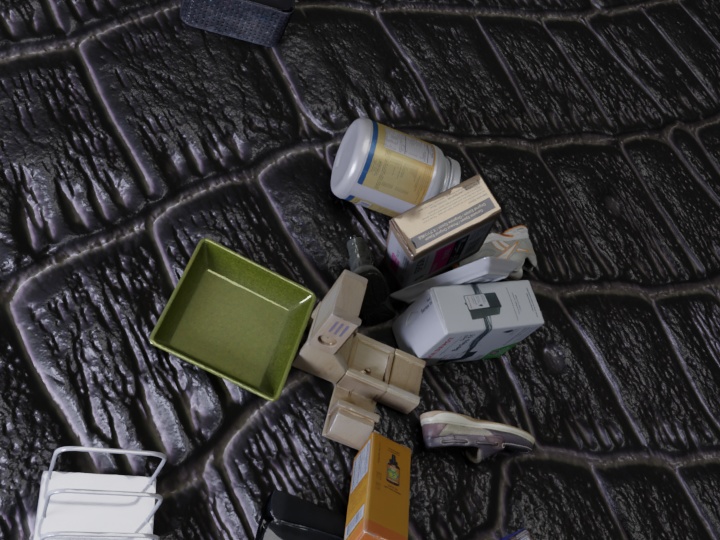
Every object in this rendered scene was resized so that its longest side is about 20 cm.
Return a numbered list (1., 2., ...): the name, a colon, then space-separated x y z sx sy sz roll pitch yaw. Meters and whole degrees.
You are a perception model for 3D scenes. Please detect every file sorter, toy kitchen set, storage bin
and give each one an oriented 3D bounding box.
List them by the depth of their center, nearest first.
1. file sorter: -0.299 0.317 0.898 0.137 0.125 0.202 9 57 -22
2. toy kitchen set: 0.014 0.144 1.139 0.198 0.181 0.164 24 53 -11
3. storage bin: -0.232 -0.523 1.492 0.198 0.094 0.136 9 56 -22

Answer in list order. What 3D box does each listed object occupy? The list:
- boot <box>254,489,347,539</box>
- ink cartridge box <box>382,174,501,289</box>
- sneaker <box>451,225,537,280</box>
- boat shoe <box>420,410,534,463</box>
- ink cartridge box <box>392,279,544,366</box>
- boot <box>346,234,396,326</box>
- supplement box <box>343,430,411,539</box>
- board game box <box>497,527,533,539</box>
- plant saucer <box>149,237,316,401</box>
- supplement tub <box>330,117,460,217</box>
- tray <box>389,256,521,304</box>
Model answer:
1. boot: -0.044 0.389 1.021 0.199 0.066 0.166 27 39 -18
2. ink cartridge box: 0.127 -0.055 1.286 0.164 0.200 0.076 -29 76 -10
3. sneaker: 0.253 -0.019 1.444 0.199 0.076 0.093 -16 73 -33
4. boat shoe: 0.181 0.267 1.226 0.198 0.072 0.065 17 66 -22
5. ink cartridge box: 0.172 0.088 1.283 0.198 0.147 0.084 -3 63 -28
6. boot: 0.000 0.000 1.239 0.067 0.200 0.132 -19 68 2
7. supplement box: 0.024 0.311 1.065 0.066 0.069 0.201 28 28 -9
8. board game box: 0.200 0.487 1.073 0.158 0.097 0.201 -17 69 -35
9. plant saucer: -0.186 0.078 1.161 0.198 0.048 0.201 27 52 -10
10. supplement tub: 0.061 -0.169 1.389 0.198 0.145 0.146 19 53 -17
11. tray: 0.153 0.022 1.271 0.107 0.199 0.022 4 69 -50
